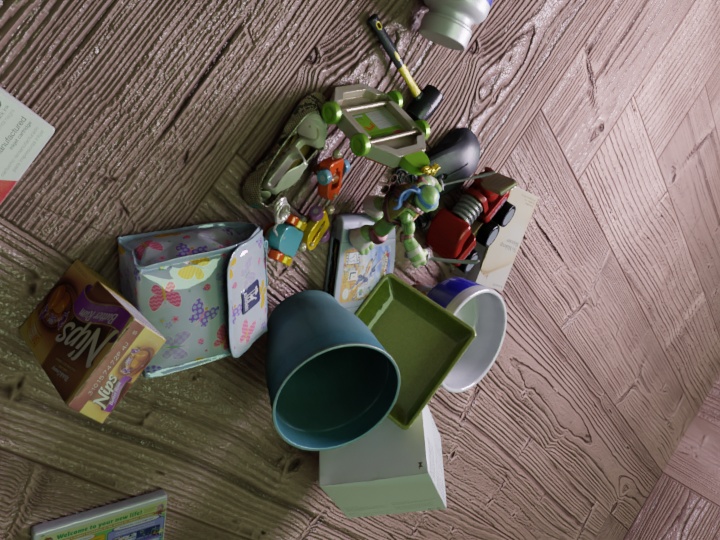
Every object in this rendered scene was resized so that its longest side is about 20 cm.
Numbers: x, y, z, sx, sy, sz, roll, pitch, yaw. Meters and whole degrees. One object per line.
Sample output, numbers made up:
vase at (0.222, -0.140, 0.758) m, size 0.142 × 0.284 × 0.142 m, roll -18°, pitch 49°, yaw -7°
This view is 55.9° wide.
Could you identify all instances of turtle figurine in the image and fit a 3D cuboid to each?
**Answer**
turtle figurine at (0.087, -0.073, 1.064) m, size 0.197 × 0.192 × 0.147 m, roll -4°, pitch 87°, yaw -37°

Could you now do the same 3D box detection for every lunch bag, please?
lunch bag at (-0.216, 0.032, 0.929) m, size 0.197 × 0.127 × 0.173 m, roll -12°, pitch 120°, yaw -32°

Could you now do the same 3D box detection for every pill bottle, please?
pill bottle at (0.162, -0.458, 1.060) m, size 0.111 × 0.111 × 0.203 m, roll 12°, pitch 101°, yaw -43°

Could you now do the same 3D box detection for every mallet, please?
mallet at (0.074, -0.331, 1.095) m, size 0.066 × 0.041 × 0.201 m, roll -44°, pitch 128°, yaw -16°

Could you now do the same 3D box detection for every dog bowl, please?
dog bowl at (0.182, 0.118, 1.264) m, size 0.198 × 0.078 × 0.204 m, roll -20°, pitch 121°, yaw -37°

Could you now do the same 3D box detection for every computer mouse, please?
computer mouse at (0.156, -0.176, 1.223) m, size 0.200 × 0.052 × 0.140 m, roll -43°, pitch 131°, yaw -19°

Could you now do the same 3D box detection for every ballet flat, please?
ballet flat at (-0.094, -0.169, 0.988) m, size 0.201 × 0.075 × 0.068 m, roll -55°, pitch 130°, yaw -8°

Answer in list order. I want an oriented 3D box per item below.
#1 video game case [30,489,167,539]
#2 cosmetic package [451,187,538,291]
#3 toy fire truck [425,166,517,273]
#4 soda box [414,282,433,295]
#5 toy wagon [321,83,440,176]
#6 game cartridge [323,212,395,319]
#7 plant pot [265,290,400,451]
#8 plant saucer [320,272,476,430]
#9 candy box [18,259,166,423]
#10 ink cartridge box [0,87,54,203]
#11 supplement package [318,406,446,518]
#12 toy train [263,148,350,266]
video game case at (-0.396, 0.441, 1.033) m, size 0.197 × 0.022 × 0.186 m, roll -5°, pitch 112°, yaw -39°
cosmetic package at (0.268, -0.071, 1.356) m, size 0.102 × 0.073 × 0.204 m, roll 12°, pitch 100°, yaw -44°
toy fire truck at (0.202, -0.104, 1.197) m, size 0.177 × 0.128 × 0.201 m, roll -49°, pitch 154°, yaw -10°
soda box at (0.113, 0.131, 1.310) m, size 0.063 × 0.068 × 0.203 m, roll 16°, pitch 97°, yaw -45°
toy wagon at (0.038, -0.203, 1.008) m, size 0.154 × 0.201 × 0.040 m, roll -22°, pitch 155°, yaw -43°
game cartridge at (0.000, 0.000, 1.177) m, size 0.131 × 0.041 × 0.204 m, roll -6°, pitch 112°, yaw -35°
plant pot at (-0.064, 0.138, 1.056) m, size 0.196 × 0.189 × 0.203 m, roll -12°, pitch 126°, yaw -17°
plant saucer at (0.066, 0.137, 1.150) m, size 0.201 × 0.198 × 0.048 m, roll -51°, pitch 152°, yaw -10°
candy box at (-0.324, 0.078, 0.808) m, size 0.117 × 0.199 × 0.056 m, roll -53°, pitch 133°, yaw -8°
ink cartridge box at (-0.442, -0.154, 0.681) m, size 0.145 × 0.083 × 0.200 m, roll -55°, pitch 134°, yaw -6°
supplement package at (0.041, 0.330, 1.199) m, size 0.187 × 0.149 × 0.201 m, roll -10°, pitch 144°, yaw 10°
toy train at (-0.090, -0.097, 1.021) m, size 0.200 × 0.055 × 0.153 m, roll -42°, pitch 147°, yaw -48°
